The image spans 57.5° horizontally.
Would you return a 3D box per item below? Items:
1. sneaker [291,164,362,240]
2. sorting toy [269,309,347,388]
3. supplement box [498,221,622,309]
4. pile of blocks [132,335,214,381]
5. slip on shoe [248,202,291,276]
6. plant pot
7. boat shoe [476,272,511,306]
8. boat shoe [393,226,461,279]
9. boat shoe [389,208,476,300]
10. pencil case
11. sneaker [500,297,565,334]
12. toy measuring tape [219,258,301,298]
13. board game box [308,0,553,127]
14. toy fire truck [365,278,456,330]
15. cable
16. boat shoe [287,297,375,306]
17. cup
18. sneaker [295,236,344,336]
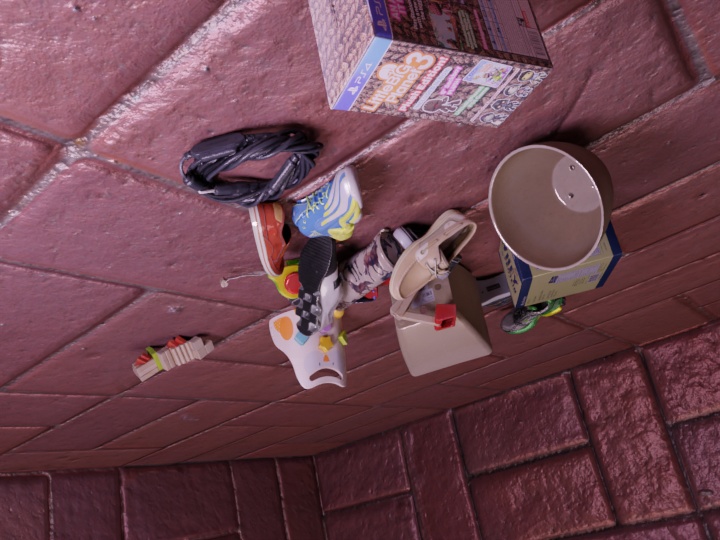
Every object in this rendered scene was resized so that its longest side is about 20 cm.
[{"bbox_3d":[-0.055,-0.095,1.028,0.102,0.078,0.201,-8,159,-9],"label":"sneaker"},{"bbox_3d":[-0.097,0.188,1.545,0.196,0.184,0.106,4,154,-36],"label":"sorting toy"},{"bbox_3d":[0.399,-0.035,1.344,0.195,0.137,0.201,-14,158,4],"label":"supplement box"},{"bbox_3d":[-0.446,0.186,1.535,0.195,0.082,0.063,-20,117,-8],"label":"pile of blocks"},{"bbox_3d":[-0.143,-0.049,1.101,0.060,0.076,0.201,-13,154,-6],"label":"slip on shoe"},{"bbox_3d":[0.160,0.086,1.455,0.195,0.204,0.177,-19,145,16],"label":"plant pot"},{"bbox_3d":[0.303,0.065,1.618,0.195,0.072,0.091,-14,155,-3],"label":"boat shoe"},{"bbox_3d":[0.132,-0.049,1.271,0.071,0.073,0.199,-45,145,12],"label":"boat shoe"},{"bbox_3d":[0.131,-0.023,1.185,0.200,0.065,0.072,-47,130,-8],"label":"boat shoe"},{"bbox_3d":[0.000,0.000,1.273,0.199,0.091,0.077,-35,177,37],"label":"pencil case"},{"bbox_3d":[0.469,0.108,1.834,0.084,0.079,0.199,19,134,-42],"label":"sneaker"},{"bbox_3d":[-0.165,0.026,1.251,0.195,0.075,0.074,-13,159,-13],"label":"toy measuring tape"},{"bbox_3d":[0.061,-0.239,0.627,0.195,0.163,0.097,0,156,-27],"label":"board game box"},{"bbox_3d":[0.092,0.050,1.332,0.194,0.144,0.049,-3,151,3],"label":"toy fire truck"},{"bbox_3d":[-0.142,-0.137,0.911,0.195,0.052,0.164,-15,158,4],"label":"cable"},{"bbox_3d":[-0.059,0.054,1.402,0.195,0.064,0.073,-12,159,-1],"label":"boat shoe"},{"bbox_3d":[0.327,-0.121,1.061,0.142,0.203,0.200,-29,173,-39],"label":"cup"},{"bbox_3d":[-0.068,0.017,1.223,0.088,0.073,0.205,-17,127,-48],"label":"sneaker"}]
